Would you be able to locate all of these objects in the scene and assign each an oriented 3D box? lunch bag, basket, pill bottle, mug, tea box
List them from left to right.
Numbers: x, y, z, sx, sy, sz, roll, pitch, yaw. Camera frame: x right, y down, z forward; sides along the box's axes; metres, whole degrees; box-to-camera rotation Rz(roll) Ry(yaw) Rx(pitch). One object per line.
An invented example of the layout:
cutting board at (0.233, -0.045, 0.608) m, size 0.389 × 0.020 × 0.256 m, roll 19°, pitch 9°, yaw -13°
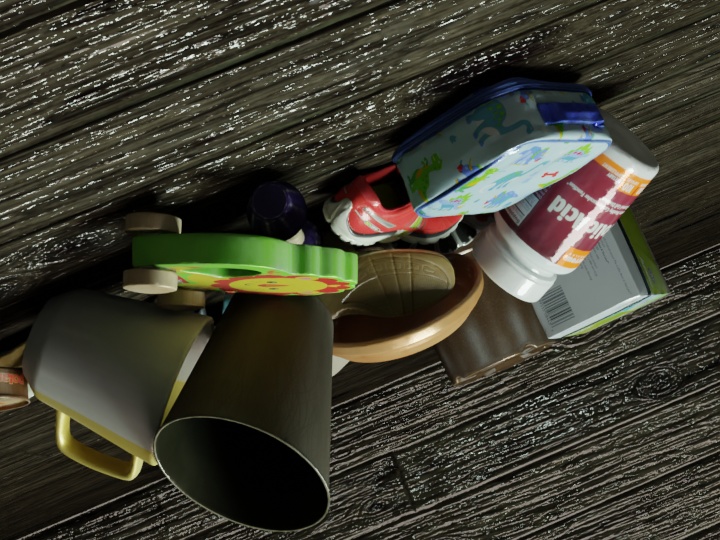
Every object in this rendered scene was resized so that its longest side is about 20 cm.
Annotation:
mug at (-0.245, 0.107, 1.175) m, size 0.152 × 0.188 × 0.149 m, roll 20°, pitch 178°, yaw 2°
basket at (-0.095, 0.118, 1.171) m, size 0.180 × 0.201 × 0.136 m, roll 37°, pitch 128°, yaw -24°
lunch bag at (0.140, -0.119, 1.170) m, size 0.160 × 0.083 × 0.199 m, roll -30°, pitch 167°, yaw 37°
pill bottle at (0.216, -0.070, 1.314) m, size 0.201 × 0.114 × 0.114 m, roll -53°, pitch 156°, yaw 24°
tea box at (0.281, -0.032, 1.561) m, size 0.133 × 0.202 × 0.196 m, roll -28°, pitch 168°, yaw 24°

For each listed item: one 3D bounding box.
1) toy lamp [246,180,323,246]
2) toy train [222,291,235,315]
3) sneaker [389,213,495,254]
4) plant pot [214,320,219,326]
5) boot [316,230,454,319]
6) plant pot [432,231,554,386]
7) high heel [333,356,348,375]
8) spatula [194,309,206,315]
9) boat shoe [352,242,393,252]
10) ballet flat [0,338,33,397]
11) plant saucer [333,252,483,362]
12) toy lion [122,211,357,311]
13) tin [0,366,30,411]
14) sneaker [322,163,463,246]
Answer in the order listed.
toy lamp at (-0.071, -0.044, 1.164) m, size 0.058 × 0.059 × 0.200 m, roll -23°, pitch 168°, yaw 2°
toy train at (-0.125, 0.074, 1.383) m, size 0.055 × 0.152 × 0.200 m, roll 7°, pitch 165°, yaw 3°
sneaker at (0.109, -0.061, 1.406) m, size 0.199 × 0.081 × 0.083 m, roll -18°, pitch 174°, yaw -26°
plant pot at (-0.161, 0.139, 1.590) m, size 0.185 × 0.188 × 0.200 m, roll -24°, pitch -171°, yaw 7°
boot at (0.000, 0.000, 1.310) m, size 0.198 × 0.073 × 0.156 m, roll -13°, pitch -163°, yaw 6°
plant pot at (0.155, 0.038, 1.647) m, size 0.199 × 0.200 × 0.200 m, roll -22°, pitch 170°, yaw -4°
high heel at (-0.036, 0.070, 1.408) m, size 0.198 × 0.097 × 0.068 m, roll -10°, pitch 137°, yaw -16°
spatula at (-0.181, 0.123, 1.458) m, size 0.056 × 0.202 × 0.021 m, roll -6°, pitch -159°, yaw 4°
boat shoe at (-0.044, 0.025, 1.473) m, size 0.201 × 0.075 × 0.075 m, roll -28°, pitch -179°, yaw 22°
ballet flat at (-0.346, 0.101, 1.278) m, size 0.199 × 0.064 × 0.069 m, roll -27°, pitch 170°, yaw 20°
plant saucer at (0.040, 0.043, 1.317) m, size 0.198 × 0.038 × 0.201 m, roll -17°, pitch -157°, yaw 7°
toy lion at (-0.099, -0.004, 1.091) m, size 0.190 × 0.069 × 0.200 m, roll 0°, pitch 172°, yaw 5°
tin at (-0.413, 0.123, 1.195) m, size 0.198 × 0.042 × 0.112 m, roll -13°, pitch 162°, yaw 27°
sneaker at (0.054, -0.074, 1.246) m, size 0.199 × 0.077 × 0.085 m, roll -15°, pitch 158°, yaw -45°
